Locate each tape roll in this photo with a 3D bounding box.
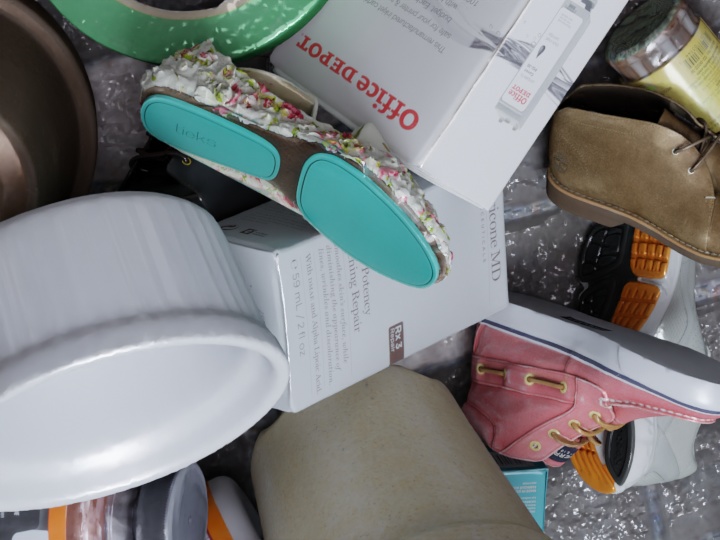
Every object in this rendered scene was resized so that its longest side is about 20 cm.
[{"bbox_3d":[-0.097,-0.216,1.282,0.199,0.048,0.202,0,92,3],"label":"tape roll"}]

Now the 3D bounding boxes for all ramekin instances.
[{"bbox_3d":[-0.146,0.042,1.196,0.199,0.201,0.098,-18,67,-6],"label":"ramekin"}]

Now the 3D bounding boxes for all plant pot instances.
[{"bbox_3d":[0.023,0.164,1.305,0.199,0.184,0.201,-12,136,-12],"label":"plant pot"},{"bbox_3d":[-0.239,-0.063,1.263,0.199,0.175,0.202,-3,105,-11],"label":"plant pot"}]

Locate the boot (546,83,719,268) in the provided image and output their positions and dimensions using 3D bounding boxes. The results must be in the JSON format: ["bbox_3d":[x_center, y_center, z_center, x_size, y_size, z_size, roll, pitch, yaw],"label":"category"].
[{"bbox_3d":[0.202,-0.057,1.351,0.199,0.074,0.076,16,133,23],"label":"boot"}]

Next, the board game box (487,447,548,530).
[{"bbox_3d":[0.040,0.218,1.462,0.150,0.047,0.202,-1,106,-10],"label":"board game box"}]

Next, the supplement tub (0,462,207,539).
[{"bbox_3d":[-0.193,0.141,1.327,0.198,0.107,0.108,2,107,16],"label":"supplement tub"}]

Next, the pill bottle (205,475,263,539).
[{"bbox_3d":[-0.139,0.223,1.394,0.199,0.113,0.113,-31,109,-1],"label":"pill bottle"}]

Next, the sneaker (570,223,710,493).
[{"bbox_3d":[0.189,0.041,1.441,0.092,0.075,0.202,5,97,-40],"label":"sneaker"}]

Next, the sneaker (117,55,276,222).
[{"bbox_3d":[-0.110,-0.067,1.305,0.074,0.200,0.107,2,102,34],"label":"sneaker"}]

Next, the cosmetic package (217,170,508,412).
[{"bbox_3d":[0.000,0.000,1.326,0.199,0.074,0.102,-25,118,-41],"label":"cosmetic package"}]

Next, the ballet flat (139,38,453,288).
[{"bbox_3d":[-0.027,-0.066,1.230,0.199,0.064,0.076,32,142,3],"label":"ballet flat"}]

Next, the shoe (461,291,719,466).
[{"bbox_3d":[0.142,0.080,1.371,0.071,0.199,0.092,4,101,-44],"label":"shoe"}]

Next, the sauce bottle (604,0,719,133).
[{"bbox_3d":[0.233,-0.080,1.407,0.065,0.065,0.200,-41,108,2],"label":"sauce bottle"}]

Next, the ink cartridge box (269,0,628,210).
[{"bbox_3d":[0.062,-0.159,1.299,0.083,0.146,0.201,28,98,-50],"label":"ink cartridge box"}]
